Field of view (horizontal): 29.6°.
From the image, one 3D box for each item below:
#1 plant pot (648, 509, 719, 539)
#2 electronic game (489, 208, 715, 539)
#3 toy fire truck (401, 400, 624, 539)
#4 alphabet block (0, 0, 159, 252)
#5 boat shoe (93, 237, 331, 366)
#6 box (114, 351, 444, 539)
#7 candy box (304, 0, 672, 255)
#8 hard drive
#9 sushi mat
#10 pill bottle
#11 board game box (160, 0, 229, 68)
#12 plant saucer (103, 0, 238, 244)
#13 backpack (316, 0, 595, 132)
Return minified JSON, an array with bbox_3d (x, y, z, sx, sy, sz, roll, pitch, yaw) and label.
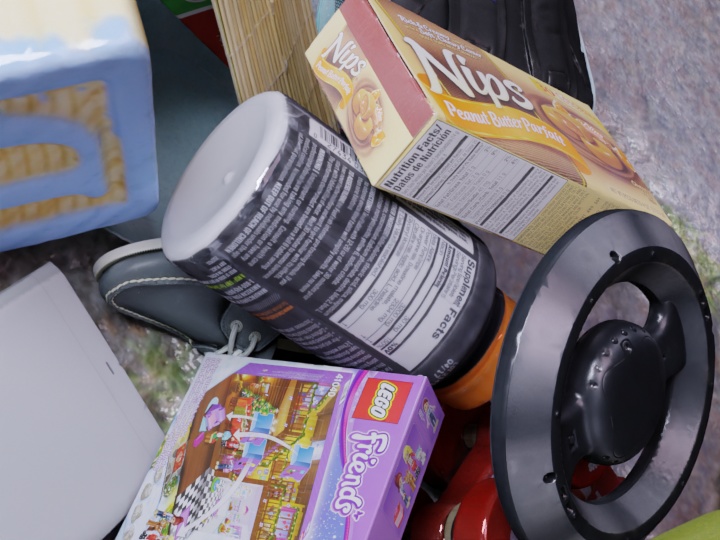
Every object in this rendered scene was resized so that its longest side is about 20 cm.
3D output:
[{"bbox_3d":[0.126,0.233,0.682,0.200,0.187,0.188,-9,71,-22],"label":"plant pot"},{"bbox_3d":[0.136,0.066,0.742,0.200,0.042,0.201,-10,103,-46],"label":"electronic game"},{"bbox_3d":[0.095,0.165,0.805,0.168,0.112,0.200,55,49,-21],"label":"toy fire truck"},{"bbox_3d":[-0.213,-0.129,0.661,0.195,0.196,0.200,-14,73,-14],"label":"alphabet block"},{"bbox_3d":[-0.059,0.031,0.788,0.200,0.073,0.062,15,55,-31],"label":"boat shoe"},{"bbox_3d":[-0.053,0.137,0.686,0.200,0.137,0.039,-66,147,-33],"label":"box"},{"bbox_3d":[0.074,-0.072,0.760,0.200,0.055,0.116,18,33,-39],"label":"candy box"},{"bbox_3d":[-0.179,0.092,0.659,0.132,0.026,0.200,59,32,-8],"label":"hard drive"},{"bbox_3d":[-0.047,-0.118,0.770,0.012,0.200,0.096,9,49,20],"label":"sushi mat"},{"bbox_3d":[0.000,0.000,0.737,0.200,0.106,0.106,35,52,-26],"label":"pill bottle"},{"bbox_3d":[-0.097,-0.206,0.777,0.200,0.040,0.153,38,33,-69],"label":"board game box"},{"bbox_3d":[-0.117,-0.090,0.834,0.201,0.039,0.201,14,61,-26],"label":"plant saucer"},{"bbox_3d":[0.059,-0.177,0.916,0.177,0.150,0.201,11,68,-33],"label":"backpack"}]
